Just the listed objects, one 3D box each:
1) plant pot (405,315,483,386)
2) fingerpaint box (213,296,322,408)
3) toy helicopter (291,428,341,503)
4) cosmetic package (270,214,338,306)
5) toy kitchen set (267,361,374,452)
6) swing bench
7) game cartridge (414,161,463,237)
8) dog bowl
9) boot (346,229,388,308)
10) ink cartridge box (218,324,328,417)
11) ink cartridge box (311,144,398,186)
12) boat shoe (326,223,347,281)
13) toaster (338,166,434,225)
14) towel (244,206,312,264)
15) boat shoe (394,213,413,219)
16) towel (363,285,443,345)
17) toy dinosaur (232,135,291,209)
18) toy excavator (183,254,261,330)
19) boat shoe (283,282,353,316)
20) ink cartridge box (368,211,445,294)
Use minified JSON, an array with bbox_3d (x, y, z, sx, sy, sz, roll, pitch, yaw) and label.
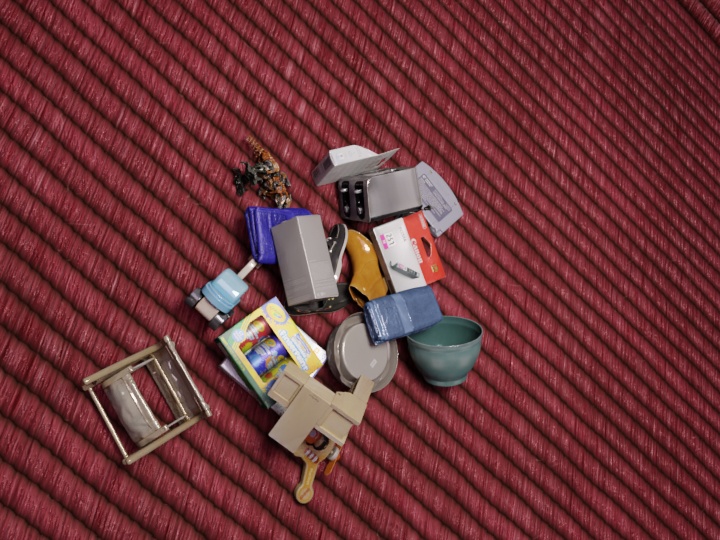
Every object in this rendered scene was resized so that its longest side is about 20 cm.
[{"bbox_3d":[0.219,0.218,1.525,0.199,0.200,0.135,-11,108,-23],"label":"plant pot"},{"bbox_3d":[-0.214,0.191,1.364,0.166,0.073,0.201,-35,93,-25],"label":"fingerpaint box"},{"bbox_3d":[-0.108,0.456,1.400,0.131,0.079,0.202,18,81,-26],"label":"toy helicopter"},{"bbox_3d":[-0.134,-0.024,1.394,0.090,0.106,0.202,-5,83,-47],"label":"cosmetic package"},{"bbox_3d":[-0.107,0.302,1.343,0.199,0.164,0.181,35,22,-1],"label":"toy kitchen set"},{"bbox_3d":[-0.461,0.279,1.265,0.199,0.130,0.200,-28,88,-30],"label":"swing bench"},{"bbox_3d":[0.204,-0.211,1.696,0.133,0.041,0.200,-39,93,-21],"label":"game cartridge"},{"bbox_3d":[0.001,0.208,1.477,0.199,0.058,0.202,9,74,-34],"label":"dog bowl"},{"bbox_3d":[0.000,0.001,1.517,0.202,0.071,0.144,54,36,-9],"label":"boot"},{"bbox_3d":[-0.208,0.220,1.423,0.200,0.041,0.200,42,66,-8],"label":"ink cartridge box"},{"bbox_3d":[-0.016,-0.292,1.560,0.199,0.160,0.048,-20,86,-25],"label":"ink cartridge box"},{"bbox_3d":[-0.080,-0.048,1.504,0.060,0.074,0.201,23,55,-20],"label":"boat shoe"},{"bbox_3d":[0.058,-0.202,1.545,0.199,0.181,0.120,-16,106,-24],"label":"toaster"},{"bbox_3d":[-0.190,-0.091,1.462,0.199,0.049,0.149,-4,77,-47],"label":"towel"},{"bbox_3d":[0.127,-0.095,1.624,0.068,0.057,0.202,17,72,-16],"label":"boat shoe"},{"bbox_3d":[0.107,0.110,1.486,0.199,0.049,0.113,-14,82,-25],"label":"towel"},{"bbox_3d":[-0.253,-0.246,1.510,0.135,0.102,0.200,-23,67,-39],"label":"toy dinosaur"},{"bbox_3d":[-0.298,0.028,1.394,0.200,0.194,0.100,-44,95,4],"label":"toy excavator"},{"bbox_3d":[-0.095,0.070,1.494,0.200,0.063,0.074,-11,77,-25],"label":"boat shoe"},{"bbox_3d":[0.134,-0.044,1.556,0.172,0.044,0.202,-22,94,-19],"label":"ink cartridge box"}]
